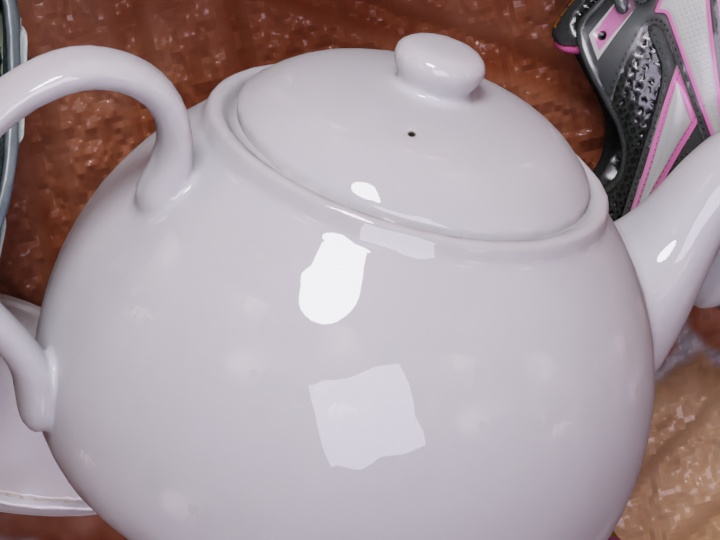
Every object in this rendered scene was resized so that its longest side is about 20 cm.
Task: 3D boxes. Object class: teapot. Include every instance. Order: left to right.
[{"bbox_3d":[0.000,0.000,0.868,0.197,0.200,0.146,23,116,16],"label":"teapot"}]

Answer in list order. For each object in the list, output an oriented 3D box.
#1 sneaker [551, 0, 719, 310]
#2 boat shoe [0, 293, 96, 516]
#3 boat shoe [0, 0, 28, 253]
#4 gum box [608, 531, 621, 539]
[{"bbox_3d":[0.106,-0.085,0.941,0.086,0.080,0.200,9,95,-1],"label":"sneaker"},{"bbox_3d":[-0.153,0.036,0.924,0.200,0.069,0.071,18,99,-13],"label":"boat shoe"},{"bbox_3d":[-0.141,-0.005,0.870,0.073,0.062,0.200,18,62,-9],"label":"boat shoe"},{"bbox_3d":[0.043,0.176,0.965,0.066,0.114,0.200,1,102,-10],"label":"gum box"}]
